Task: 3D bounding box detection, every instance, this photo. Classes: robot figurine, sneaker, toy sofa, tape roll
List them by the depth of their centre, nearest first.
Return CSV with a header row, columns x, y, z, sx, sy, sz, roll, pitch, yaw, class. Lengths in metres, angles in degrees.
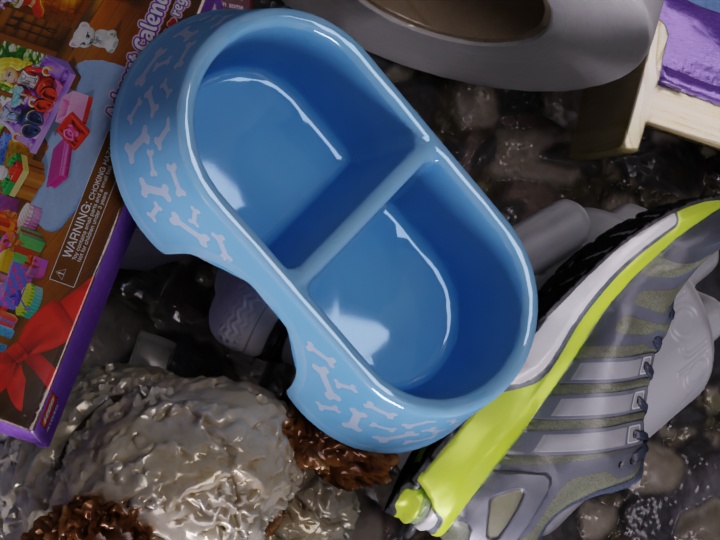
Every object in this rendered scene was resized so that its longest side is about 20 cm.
x,y,z,sx,sy,sz,roll,pitch,yaw,class
0.100,0.050,0.987,0.081,0.074,0.200,42,86,-6,sneaker
0.000,0.000,1.009,0.115,0.200,0.075,29,112,-10,sneaker
0.046,-0.158,1.039,0.202,0.202,0.071,26,71,-24,tape roll
0.089,0.047,1.084,0.200,0.113,0.170,-37,127,-28,robot figurine
0.212,-0.078,1.127,0.199,0.083,0.098,16,87,-13,toy sofa

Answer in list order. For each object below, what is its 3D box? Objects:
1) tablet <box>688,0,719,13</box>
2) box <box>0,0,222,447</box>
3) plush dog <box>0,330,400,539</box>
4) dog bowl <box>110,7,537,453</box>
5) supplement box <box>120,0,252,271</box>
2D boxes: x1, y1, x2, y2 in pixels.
x,y,z,sx,sy,sz,roll,pitch,yaw,class
0.178,-0.219,1.197,0.130,0.014,0.201,-9,86,-30,tablet
-0.154,-0.046,0.910,0.136,0.039,0.201,18,76,6,box
-0.086,0.089,0.947,0.200,0.172,0.161,-30,98,-28,plush dog
-0.009,-0.019,0.893,0.200,0.050,0.112,49,65,-11,dog bowl
-0.094,-0.107,1.007,0.061,0.109,0.201,7,81,-27,supplement box
